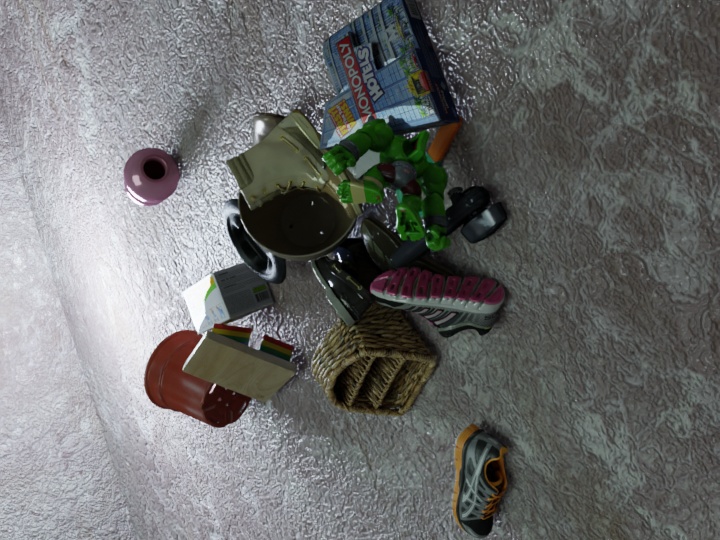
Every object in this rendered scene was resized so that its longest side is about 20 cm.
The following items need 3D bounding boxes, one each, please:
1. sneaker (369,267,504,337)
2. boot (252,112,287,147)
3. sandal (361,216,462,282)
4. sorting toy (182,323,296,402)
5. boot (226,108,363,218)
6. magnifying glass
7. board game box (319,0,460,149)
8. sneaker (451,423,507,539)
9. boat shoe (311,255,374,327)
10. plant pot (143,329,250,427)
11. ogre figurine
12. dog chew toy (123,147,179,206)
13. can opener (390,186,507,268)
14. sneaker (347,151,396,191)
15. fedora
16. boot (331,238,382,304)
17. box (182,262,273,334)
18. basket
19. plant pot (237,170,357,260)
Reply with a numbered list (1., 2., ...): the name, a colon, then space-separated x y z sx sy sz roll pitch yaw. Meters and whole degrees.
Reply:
1. sneaker: 0.110 0.053 1.277 0.198 0.074 0.088 6 129 14
2. boot: -0.161 -0.192 1.511 0.200 0.070 0.147 -86 8 -87
3. sandal: 0.084 -0.020 1.351 0.199 0.055 0.082 30 139 25
4. sorting toy: -0.251 0.183 1.839 0.200 0.198 0.070 -46 25 55
5. boot: -0.102 -0.132 1.361 0.201 0.155 0.073 54 177 10
6. magnifying glass: 0.100 -0.152 1.274 0.080 0.022 0.200 55 144 21
7. board game box: 0.013 -0.258 1.225 0.199 0.062 0.201 -24 82 34
8. sneaker: 0.193 0.343 1.376 0.077 0.078 0.202 15 122 40
9. boat shoe: -0.027 0.022 1.382 0.072 0.060 0.201 53 -179 -28
10. plant pot: -0.368 0.264 2.050 0.194 0.200 0.202 19 124 39
11. ogre figurine: 0.050 -0.122 1.155 0.199 0.120 0.098 25 146 -2
12. dog chew toy: -0.488 -0.204 2.011 0.125 0.124 0.200 66 155 3
13. can opener: 0.113 -0.056 1.236 0.199 0.063 0.079 -32 75 37
14. sneaker: 0.001 -0.176 1.330 0.200 0.076 0.081 23 101 53
15. fedora: -0.172 -0.071 1.636 0.200 0.091 0.201 41 153 26
16. boot: 0.000 0.000 1.436 0.200 0.074 0.098 8 117 65
17. box: -0.287 0.058 1.868 0.200 0.112 0.102 -25 86 58
18. basket: 0.013 0.168 1.469 0.149 0.142 0.201 54 145 22
19. plant pot: -0.094 -0.101 1.458 0.201 0.199 0.135 58 175 15
